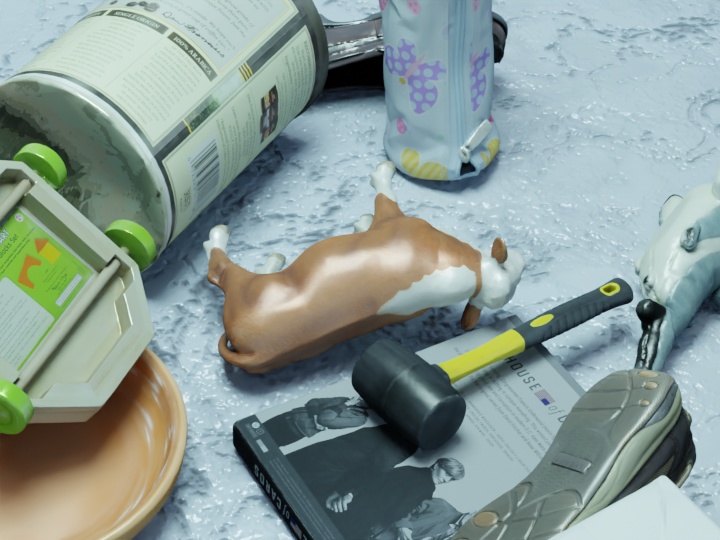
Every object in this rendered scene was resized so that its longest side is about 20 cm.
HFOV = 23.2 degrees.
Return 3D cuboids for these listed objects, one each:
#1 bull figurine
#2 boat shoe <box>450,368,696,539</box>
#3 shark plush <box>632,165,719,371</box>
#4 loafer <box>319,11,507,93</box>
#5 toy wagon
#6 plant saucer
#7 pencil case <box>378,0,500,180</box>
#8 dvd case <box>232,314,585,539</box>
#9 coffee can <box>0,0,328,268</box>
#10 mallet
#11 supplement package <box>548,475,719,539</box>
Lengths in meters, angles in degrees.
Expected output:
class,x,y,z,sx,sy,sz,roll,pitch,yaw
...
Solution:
class,x,y,z,sx,sy,sz,roll,pitch,yaw
bull figurine,0.000,0.000,1.080,0.199,0.065,0.122,-18,40,-11
boat shoe,0.113,0.142,0.927,0.200,0.073,0.074,-45,25,-14
shark plush,0.226,0.001,1.112,0.083,0.091,0.200,42,42,-3
loafer,0.008,-0.148,1.266,0.199,0.072,0.063,-2,61,2
toy wagon,-0.207,-0.007,0.976,0.200,0.040,0.155,41,45,-9
plant saucer,-0.197,0.100,0.986,0.199,0.038,0.201,2,43,-2
pencil case,0.051,-0.159,1.175,0.083,0.201,0.091,-6,35,-2
dvd case,0.048,0.108,1.006,0.199,0.025,0.150,-19,47,-24
coffee can,-0.132,-0.111,1.143,0.146,0.147,0.200,22,45,19
mallet,0.093,0.050,1.033,0.199,0.041,0.066,-17,44,-28
supplement package,0.144,0.225,0.819,0.155,0.111,0.200,-23,48,-28
